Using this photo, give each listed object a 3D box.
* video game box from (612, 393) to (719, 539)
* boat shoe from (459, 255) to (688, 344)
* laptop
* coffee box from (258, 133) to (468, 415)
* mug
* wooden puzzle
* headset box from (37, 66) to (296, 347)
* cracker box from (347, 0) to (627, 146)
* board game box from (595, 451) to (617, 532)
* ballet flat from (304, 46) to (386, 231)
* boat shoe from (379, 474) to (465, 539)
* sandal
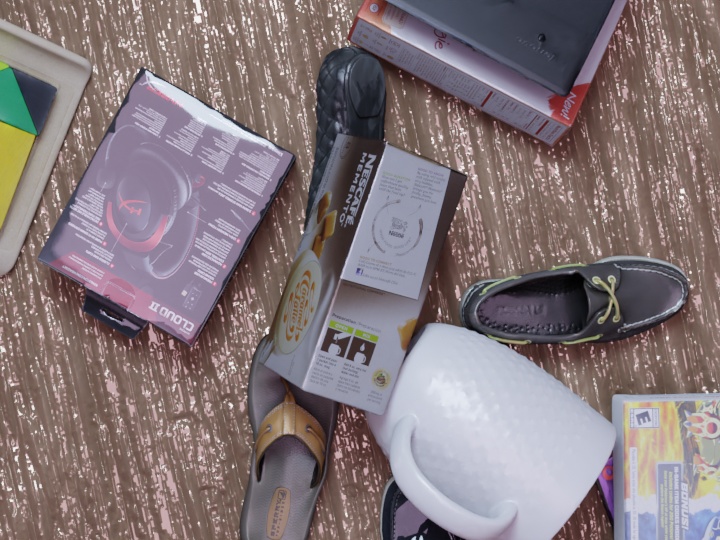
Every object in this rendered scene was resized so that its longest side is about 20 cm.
[{"bbox_3d":[0.305,0.204,1.352,0.180,0.047,0.203,-2,92,-5],"label":"video game box"},{"bbox_3d":[0.185,0.030,1.359,0.199,0.061,0.073,-8,92,-2],"label":"boat shoe"},{"bbox_3d":[0.119,-0.261,1.307,0.186,0.200,0.117,28,115,-2],"label":"laptop"},{"bbox_3d":[0.000,0.000,1.287,0.079,0.114,0.202,19,91,-24],"label":"coffee box"},{"bbox_3d":[0.089,0.142,1.294,0.175,0.200,0.148,38,121,-1],"label":"mug"},{"bbox_3d":[-0.330,-0.111,1.307,0.184,0.037,0.202,22,93,-32],"label":"wooden puzzle"},{"bbox_3d":[-0.163,-0.043,1.335,0.148,0.075,0.201,28,90,-3],"label":"headset box"},{"bbox_3d":[0.106,-0.211,1.335,0.199,0.058,0.135,27,74,-4],"label":"cracker box"},{"bbox_3d":[0.308,0.184,1.387,0.198,0.032,0.121,-21,97,-2],"label":"board game box"},{"bbox_3d":[-0.015,-0.088,1.362,0.066,0.057,0.202,5,97,-30],"label":"ballet flat"},{"bbox_3d":[0.059,0.267,1.362,0.074,0.062,0.202,-7,91,0],"label":"boat shoe"},{"bbox_3d":[-0.065,0.152,1.355,0.081,0.055,0.202,11,91,-3],"label":"sandal"}]
